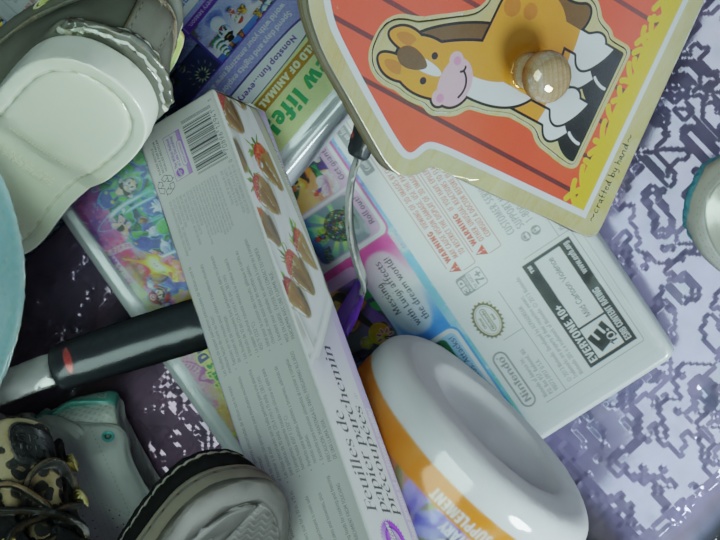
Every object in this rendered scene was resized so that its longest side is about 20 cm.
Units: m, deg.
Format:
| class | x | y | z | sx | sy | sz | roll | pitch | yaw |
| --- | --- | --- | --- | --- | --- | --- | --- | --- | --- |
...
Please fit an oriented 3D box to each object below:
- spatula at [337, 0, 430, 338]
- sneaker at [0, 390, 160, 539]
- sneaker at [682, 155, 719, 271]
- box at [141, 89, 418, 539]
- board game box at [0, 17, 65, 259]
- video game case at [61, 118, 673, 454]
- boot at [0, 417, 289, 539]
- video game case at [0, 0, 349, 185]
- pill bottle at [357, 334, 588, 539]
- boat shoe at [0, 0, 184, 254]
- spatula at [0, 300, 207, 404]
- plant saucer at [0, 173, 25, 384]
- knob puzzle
| class | x | y | z | sx | sy | sz | roll | pitch | yaw |
| --- | --- | --- | --- | --- | --- | --- | --- | --- | --- |
| spatula | 0.001 | -0.029 | 0.857 | 0.020 | 0.057 | 0.201 | 13 | 108 | -1 |
| sneaker | -0.141 | 0.084 | 0.952 | 0.199 | 0.075 | 0.089 | 29 | 96 | -2 |
| sneaker | 0.221 | -0.003 | 0.848 | 0.199 | 0.081 | 0.077 | 17 | 102 | 12 |
| box | -0.030 | 0.029 | 0.813 | 0.041 | 0.039 | 0.201 | -30 | 67 | 22 |
| board game box | -0.139 | -0.101 | 0.940 | 0.200 | 0.034 | 0.136 | -41 | 88 | 14 |
| video game case | 0.000 | 0.000 | 0.911 | 0.182 | 0.024 | 0.200 | -33 | 97 | 12 |
| boot | -0.107 | 0.112 | 0.826 | 0.151 | 0.073 | 0.201 | 54 | 132 | 40 |
| video game case | -0.049 | -0.147 | 0.877 | 0.182 | 0.022 | 0.200 | 43 | 99 | 10 |
| pill bottle | -0.014 | 0.131 | 0.872 | 0.112 | 0.112 | 0.200 | 45 | 103 | 4 |
| boat shoe | -0.133 | -0.058 | 0.867 | 0.072 | 0.060 | 0.201 | 38 | 145 | -21 |
| spatula | -0.138 | 0.047 | 0.902 | 0.199 | 0.021 | 0.057 | -19 | 72 | 8 |
| plant saucer | -0.228 | 0.002 | 0.833 | 0.200 | 0.039 | 0.202 | -4 | 108 | -13 |
| knob puzzle | 0.057 | -0.125 | 0.817 | 0.219 | 0.030 | 0.221 | -9 | 109 | -28 |
